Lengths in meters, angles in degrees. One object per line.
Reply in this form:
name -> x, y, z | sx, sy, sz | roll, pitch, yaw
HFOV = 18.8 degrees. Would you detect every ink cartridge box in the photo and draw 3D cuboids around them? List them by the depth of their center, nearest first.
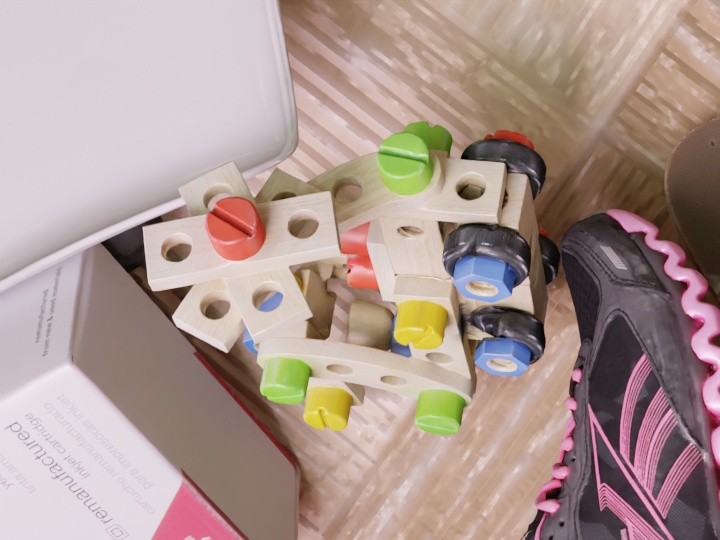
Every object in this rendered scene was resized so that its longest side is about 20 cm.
ink cartridge box -> -0.144, 0.101, 0.855 | 0.200, 0.084, 0.145 | -29, 122, 19

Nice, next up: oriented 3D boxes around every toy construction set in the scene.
toy construction set -> 0.000, 0.000, 0.763 | 0.131, 0.200, 0.092 | 5, 78, 13

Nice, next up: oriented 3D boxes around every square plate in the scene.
square plate -> -0.108, -0.088, 0.832 | 0.200, 0.028, 0.199 | -24, 59, 27

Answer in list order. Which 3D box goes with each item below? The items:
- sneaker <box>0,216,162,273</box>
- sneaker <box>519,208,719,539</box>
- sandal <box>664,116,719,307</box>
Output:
sneaker -> -0.142, 0.043, 0.905 | 0.200, 0.076, 0.116 | -20, 103, 32
sneaker -> 0.088, 0.073, 0.725 | 0.095, 0.079, 0.201 | -16, 65, 2
sandal -> 0.169, 0.047, 0.763 | 0.077, 0.070, 0.212 | -24, 69, 5
